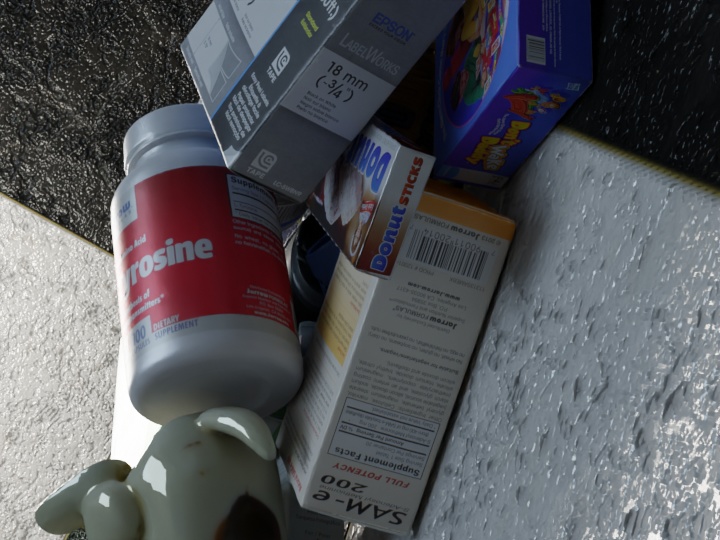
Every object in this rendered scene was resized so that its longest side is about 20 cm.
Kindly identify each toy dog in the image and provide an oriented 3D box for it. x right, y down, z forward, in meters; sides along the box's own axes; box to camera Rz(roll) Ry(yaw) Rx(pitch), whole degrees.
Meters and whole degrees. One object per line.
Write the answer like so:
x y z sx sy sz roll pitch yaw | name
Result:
-0.080 0.200 0.928 0.194 0.139 0.200 -40 62 28 | toy dog

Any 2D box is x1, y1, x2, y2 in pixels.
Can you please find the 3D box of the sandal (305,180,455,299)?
0.000 0.000 1.044 0.079 0.087 0.201 -165 90 -77 | sandal

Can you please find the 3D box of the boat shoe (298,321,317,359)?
-0.047 0.116 1.158 0.073 0.062 0.200 -92 21 -52 | boat shoe

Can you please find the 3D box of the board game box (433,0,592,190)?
0.088 -0.169 0.896 0.134 0.045 0.201 128 148 -61 | board game box

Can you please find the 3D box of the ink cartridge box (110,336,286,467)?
-0.123 0.079 1.122 0.145 0.087 0.200 -58 25 33 | ink cartridge box

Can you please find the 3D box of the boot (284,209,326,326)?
-0.037 0.015 1.210 0.200 0.076 0.168 -77 14 -53 | boot

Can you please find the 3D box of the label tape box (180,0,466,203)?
-0.016 -0.162 0.891 0.200 0.063 0.144 -50 38 21 | label tape box

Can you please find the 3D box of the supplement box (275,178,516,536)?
0.018 0.044 0.921 0.126 0.073 0.201 -129 57 -75 | supplement box

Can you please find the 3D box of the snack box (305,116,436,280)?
0.002 -0.051 0.886 0.200 0.024 0.072 -128 58 -74 | snack box

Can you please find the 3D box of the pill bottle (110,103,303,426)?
-0.105 -0.006 0.982 0.112 0.112 0.200 121 145 -51 | pill bottle

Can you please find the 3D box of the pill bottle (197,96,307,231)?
-0.054 -0.123 1.083 0.200 0.113 0.114 126 158 -48 | pill bottle

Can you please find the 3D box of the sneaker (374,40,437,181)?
0.059 -0.138 1.024 0.088 0.075 0.200 114 178 -77 | sneaker

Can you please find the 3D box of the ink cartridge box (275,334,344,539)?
-0.063 0.170 1.094 0.160 0.047 0.201 -44 36 52 | ink cartridge box
